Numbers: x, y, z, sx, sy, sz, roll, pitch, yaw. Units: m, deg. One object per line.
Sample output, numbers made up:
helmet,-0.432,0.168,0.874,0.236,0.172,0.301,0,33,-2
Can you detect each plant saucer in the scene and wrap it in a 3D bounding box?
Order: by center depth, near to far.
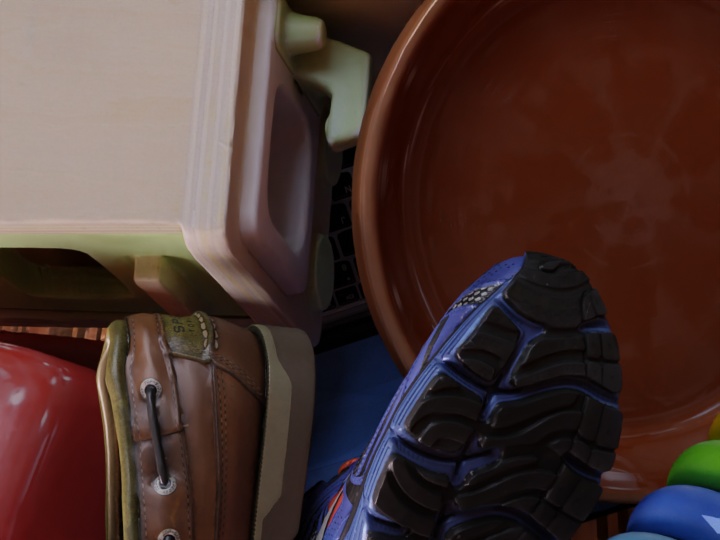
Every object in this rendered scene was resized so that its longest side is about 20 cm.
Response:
plant saucer,0.092,-0.023,0.707,0.200,0.201,0.032,-35,13,-11

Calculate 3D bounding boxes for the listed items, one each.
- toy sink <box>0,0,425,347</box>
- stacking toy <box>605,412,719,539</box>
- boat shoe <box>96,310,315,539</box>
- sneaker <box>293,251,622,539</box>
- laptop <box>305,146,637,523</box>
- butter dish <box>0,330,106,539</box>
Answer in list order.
toy sink,-0.067,-0.042,0.733,0.199,0.130,0.113,0,73,13
stacking toy,0.129,0.076,0.655,0.085,0.086,0.200,21,59,39
boat shoe,-0.062,0.113,0.660,0.068,0.072,0.201,7,82,-18
sneaker,0.012,0.078,0.657,0.201,0.075,0.079,-62,31,19
laptop,0.000,0.000,0.777,0.186,0.201,0.116,-18,9,7
butter dish,-0.161,0.092,0.711,0.198,0.148,0.201,4,66,28
